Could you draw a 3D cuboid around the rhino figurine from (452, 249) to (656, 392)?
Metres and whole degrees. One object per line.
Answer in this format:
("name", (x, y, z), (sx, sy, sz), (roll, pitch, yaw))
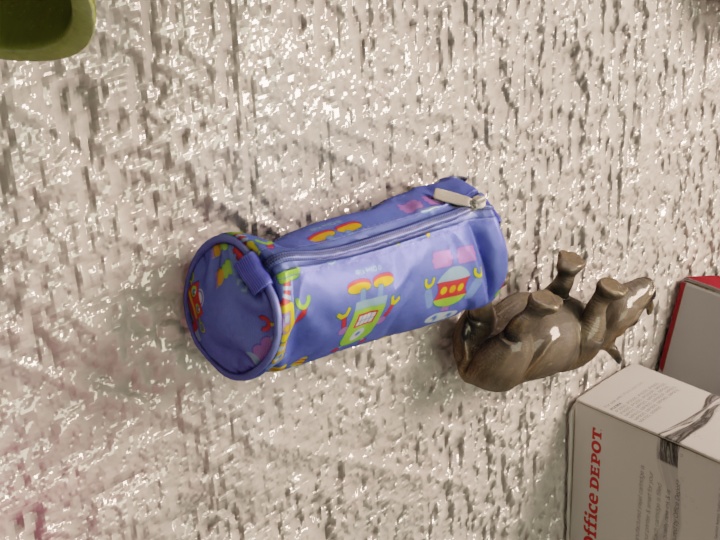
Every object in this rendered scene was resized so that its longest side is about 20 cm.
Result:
("rhino figurine", (0.138, 0.035, 0.933), (0.199, 0.060, 0.088), (-6, 131, -44))

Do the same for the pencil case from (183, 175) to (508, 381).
("pencil case", (0.000, 0.000, 0.768), (0.199, 0.078, 0.087), (-16, 148, -40))

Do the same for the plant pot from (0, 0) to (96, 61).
("plant pot", (-0.149, -0.206, 0.474), (0.200, 0.199, 0.191), (37, 68, -47))

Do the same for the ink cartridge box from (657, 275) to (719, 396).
("ink cartridge box", (0.334, 0.082, 1.133), (0.199, 0.083, 0.147), (-3, 109, -44))

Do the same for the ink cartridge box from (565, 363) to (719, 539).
("ink cartridge box", (0.257, 0.174, 1.014), (0.083, 0.199, 0.148), (-26, 125, -38))
